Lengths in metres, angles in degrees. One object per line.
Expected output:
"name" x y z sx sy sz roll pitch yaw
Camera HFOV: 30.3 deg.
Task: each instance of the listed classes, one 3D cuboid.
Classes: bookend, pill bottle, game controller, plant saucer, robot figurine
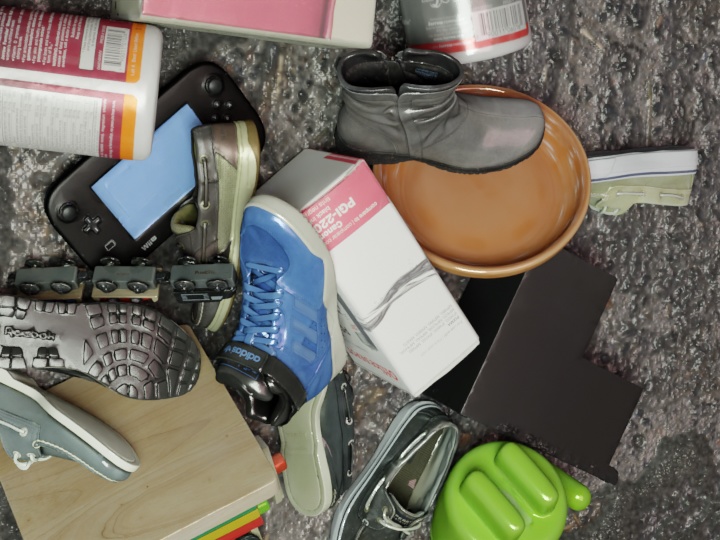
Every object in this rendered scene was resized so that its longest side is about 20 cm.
"bookend" 0.193 0.074 1.299 0.198 0.092 0.201 25 88 -25
"pill bottle" 0.081 -0.289 1.177 0.113 0.114 0.202 -16 105 -18
"game controller" -0.175 -0.087 1.151 0.200 0.042 0.105 -42 112 -9
"plant saucer" 0.109 -0.079 1.216 0.198 0.038 0.202 0 62 0
"pill bottle" -0.260 -0.151 1.056 0.198 0.110 0.111 6 98 -9
"robot figurine" 0.128 0.235 1.259 0.175 0.200 0.116 -37 72 -22

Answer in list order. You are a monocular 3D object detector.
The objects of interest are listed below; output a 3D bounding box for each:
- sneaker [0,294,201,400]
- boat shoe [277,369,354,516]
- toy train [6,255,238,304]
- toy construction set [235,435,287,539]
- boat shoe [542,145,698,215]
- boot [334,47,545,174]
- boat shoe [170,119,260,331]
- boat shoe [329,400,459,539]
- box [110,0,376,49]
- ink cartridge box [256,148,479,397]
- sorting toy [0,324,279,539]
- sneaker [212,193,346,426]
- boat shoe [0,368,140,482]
"sneaker" -0.233 0.057 1.120 0.198 0.087 0.076 15 85 -16
"boat shoe" -0.036 0.122 1.233 0.066 0.074 0.201 -12 97 -48
"toy train" -0.200 0.011 1.123 0.198 0.046 0.034 -1 59 7
"toy construction set" -0.153 0.223 1.196 0.198 0.092 0.132 -22 107 -5
"boat shoe" 0.250 -0.085 1.304 0.198 0.072 0.063 -6 100 -23
"boot" 0.075 -0.140 1.146 0.198 0.132 0.070 -6 69 -9
"boat shoe" -0.132 -0.039 1.145 0.064 0.073 0.202 5 118 -15
"boat shoe" 0.030 0.220 1.272 0.072 0.071 0.201 23 90 -23
"box" -0.096 -0.250 1.105 0.198 0.128 0.110 3 98 -23
"ink cartridge box" 0.000 0.000 1.179 0.085 0.145 0.201 -40 111 -12
"sorting toy" -0.191 0.171 1.121 0.199 0.199 0.070 -26 138 -13
"sneaker" -0.075 0.043 1.088 0.111 0.076 0.201 -48 143 -35
"boat shoe" -0.265 0.130 1.089 0.062 0.199 0.073 -61 156 -4
